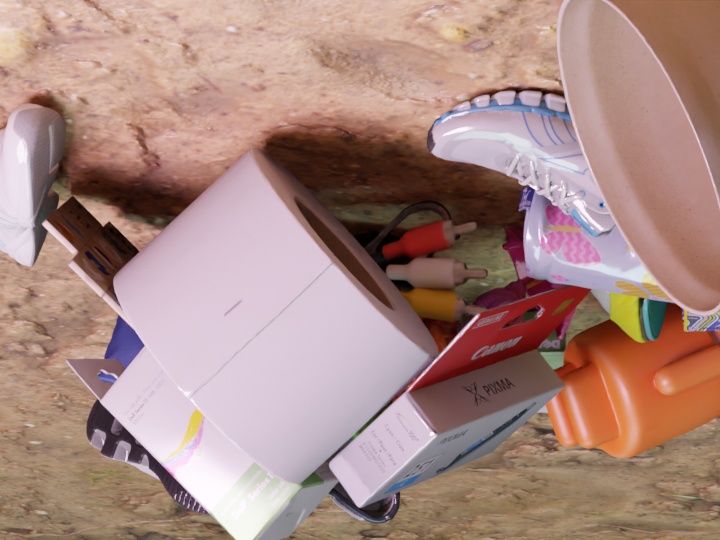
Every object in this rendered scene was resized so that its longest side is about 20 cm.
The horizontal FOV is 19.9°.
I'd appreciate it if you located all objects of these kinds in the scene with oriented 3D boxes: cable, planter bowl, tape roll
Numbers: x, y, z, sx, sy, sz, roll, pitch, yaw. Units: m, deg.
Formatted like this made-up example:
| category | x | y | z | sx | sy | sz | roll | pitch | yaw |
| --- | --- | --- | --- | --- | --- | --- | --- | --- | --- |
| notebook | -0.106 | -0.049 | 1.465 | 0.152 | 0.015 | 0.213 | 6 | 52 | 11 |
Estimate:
| category | x | y | z | sx | sy | sz | roll | pitch | yaw |
| --- | --- | --- | --- | --- | --- | --- | --- | --- | --- |
| cable | 0.000 | 0.000 | 1.569 | 0.198 | 0.098 | 0.050 | -7 | 173 | 10 |
| planter bowl | 0.218 | -0.093 | 1.188 | 0.134 | 0.201 | 0.200 | -24 | 165 | -11 |
| tape roll | -0.060 | 0.032 | 1.463 | 0.139 | 0.203 | 0.203 | -42 | 151 | 7 |

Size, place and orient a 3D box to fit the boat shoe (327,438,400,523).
| category | x | y | z | sx | sy | sz | roll | pitch | yaw |
| --- | --- | --- | --- | --- | --- | --- | --- | --- | --- |
| boat shoe | -0.034 | 0.119 | 1.636 | 0.200 | 0.076 | 0.060 | 45 | -177 | -16 |

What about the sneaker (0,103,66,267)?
| category | x | y | z | sx | sy | sz | roll | pitch | yaw |
| --- | --- | --- | --- | --- | --- | --- | --- | --- | --- |
| sneaker | -0.258 | -0.064 | 1.469 | 0.080 | 0.071 | 0.200 | 22 | 154 | -3 |

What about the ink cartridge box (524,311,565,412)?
| category | x | y | z | sx | sy | sz | roll | pitch | yaw |
| --- | --- | --- | --- | --- | --- | --- | --- | --- | --- |
| ink cartridge box | 0.133 | 0.077 | 1.877 | 0.103 | 0.060 | 0.200 | 1 | 162 | 2 |

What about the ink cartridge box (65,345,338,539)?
| category | x | y | z | sx | sy | sz | roll | pitch | yaw |
| --- | --- | --- | --- | --- | --- | --- | --- | --- | --- |
| ink cartridge box | -0.118 | 0.113 | 1.550 | 0.067 | 0.200 | 0.117 | -48 | 168 | 8 |

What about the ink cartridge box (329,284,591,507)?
| category | x | y | z | sx | sy | sz | roll | pitch | yaw |
| --- | --- | --- | --- | --- | --- | --- | --- | --- | --- |
| ink cartridge box | 0.091 | 0.087 | 1.506 | 0.176 | 0.045 | 0.200 | -47 | 163 | 30 |

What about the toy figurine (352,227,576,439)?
| category | x | y | z | sx | sy | sz | roll | pitch | yaw |
| --- | --- | --- | --- | --- | --- | --- | --- | --- | --- |
| toy figurine | 0.085 | 0.044 | 1.638 | 0.184 | 0.151 | 0.200 | -37 | 178 | 29 |

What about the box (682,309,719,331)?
| category | x | y | z | sx | sy | sz | roll | pitch | yaw |
| --- | --- | --- | --- | --- | --- | --- | --- | --- | --- |
| box | 0.283 | -0.011 | 1.592 | 0.069 | 0.065 | 0.200 | -2 | 161 | 8 |

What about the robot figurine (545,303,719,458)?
| category | x | y | z | sx | sy | sz | roll | pitch | yaw |
| --- | --- | --- | --- | --- | --- | --- | --- | --- | --- |
| robot figurine | 0.253 | 0.086 | 1.754 | 0.199 | 0.117 | 0.144 | -21 | 146 | -19 |

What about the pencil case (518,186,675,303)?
| category | x | y | z | sx | sy | sz | roll | pitch | yaw |
| --- | --- | --- | --- | --- | --- | --- | --- | --- | --- |
| pencil case | 0.213 | -0.024 | 1.459 | 0.198 | 0.091 | 0.083 | 11 | 157 | 11 |

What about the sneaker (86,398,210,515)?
| category | x | y | z | sx | sy | sz | roll | pitch | yaw |
| --- | --- | --- | --- | --- | --- | --- | --- | --- | --- |
| sneaker | -0.135 | 0.153 | 1.691 | 0.088 | 0.075 | 0.199 | 27 | 179 | -44 |

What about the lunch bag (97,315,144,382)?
| category | x | y | z | sx | sy | sz | roll | pitch | yaw |
| --- | --- | --- | --- | --- | --- | --- | --- | --- | --- |
| lunch bag | -0.119 | 0.057 | 1.726 | 0.135 | 0.133 | 0.200 | 13 | 170 | 35 |

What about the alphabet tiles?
| category | x | y | z | sx | sy | sz | roll | pitch | yaw |
| --- | --- | --- | --- | --- | --- | --- | --- | --- | --- |
| alphabet tiles | -0.167 | 0.013 | 1.534 | 0.166 | 0.006 | 0.200 | 46 | -173 | -6 |

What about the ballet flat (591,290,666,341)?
| category | x | y | z | sx | sy | sz | roll | pitch | yaw |
| --- | --- | --- | --- | --- | --- | --- | --- | --- | --- |
| ballet flat | 0.207 | -0.004 | 1.612 | 0.067 | 0.067 | 0.200 | 15 | 161 | 13 |

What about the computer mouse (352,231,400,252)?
| category | x | y | z | sx | sy | sz | roll | pitch | yaw |
| --- | --- | --- | --- | --- | --- | --- | --- | --- | --- |
| computer mouse | -0.052 | -0.006 | 1.635 | 0.198 | 0.034 | 0.059 | -6 | 166 | -19 |

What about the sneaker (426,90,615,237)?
| category | x | y | z | sx | sy | sz | roll | pitch | yaw |
| --- | --- | --- | --- | --- | --- | --- | --- | --- | --- |
| sneaker | 0.143 | -0.068 | 1.394 | 0.198 | 0.087 | 0.075 | 4 | 163 | -5 |
